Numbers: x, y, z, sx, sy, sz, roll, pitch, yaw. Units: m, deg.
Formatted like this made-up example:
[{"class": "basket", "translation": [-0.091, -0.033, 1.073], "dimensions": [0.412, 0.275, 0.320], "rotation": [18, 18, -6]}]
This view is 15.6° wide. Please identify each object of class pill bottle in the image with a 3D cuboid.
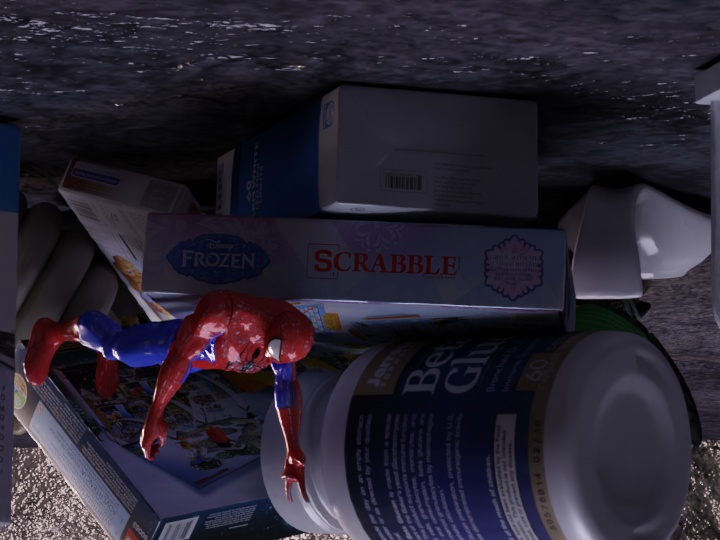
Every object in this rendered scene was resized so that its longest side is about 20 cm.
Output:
[{"class": "pill bottle", "translation": [0.051, 0.088, 1.280], "dimensions": [0.199, 0.112, 0.111], "rotation": [-4, 171, 39]}]

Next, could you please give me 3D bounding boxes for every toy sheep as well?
[{"class": "toy sheep", "translation": [-0.208, 0.014, 1.454], "dimensions": [0.200, 0.138, 0.138], "rotation": [37, 163, -10]}]

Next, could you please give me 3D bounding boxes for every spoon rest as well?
[{"class": "spoon rest", "translation": [0.155, -0.022, 1.502], "dimensions": [0.099, 0.061, 0.200], "rotation": [0, -174, 13]}]

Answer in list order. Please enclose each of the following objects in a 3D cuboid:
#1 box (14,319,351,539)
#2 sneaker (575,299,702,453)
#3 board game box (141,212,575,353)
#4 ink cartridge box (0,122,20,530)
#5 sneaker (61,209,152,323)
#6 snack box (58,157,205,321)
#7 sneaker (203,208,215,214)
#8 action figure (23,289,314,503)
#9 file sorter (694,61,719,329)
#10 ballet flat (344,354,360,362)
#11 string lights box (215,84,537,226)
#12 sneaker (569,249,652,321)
[{"class": "box", "translation": [-0.073, 0.083, 1.391], "dimensions": [0.199, 0.038, 0.137], "rotation": [-7, -137, -44]}, {"class": "sneaker", "translation": [0.106, 0.061, 1.482], "dimensions": [0.199, 0.085, 0.078], "rotation": [25, 152, 33]}, {"class": "board game box", "translation": [0.006, 0.011, 1.307], "dimensions": [0.198, 0.041, 0.200], "rotation": [2, 171, 6]}, {"class": "ink cartridge box", "translation": [-0.245, 0.029, 1.313], "dimensions": [0.144, 0.202, 0.083], "rotation": [-7, 169, 44]}, {"class": "sneaker", "translation": [-0.116, 0.013, 1.601], "dimensions": [0.076, 0.092, 0.199], "rotation": [-7, 170, 38]}, {"class": "snack box", "translation": [-0.100, 0.002, 1.464], "dimensions": [0.071, 0.024, 0.200], "rotation": [14, 157, 23]}, {"class": "sneaker", "translation": [0.000, 0.000, 1.549], "dimensions": [0.199, 0.084, 0.120], "rotation": [7, 180, -31]}, {"class": "action figure", "translation": [-0.085, 0.061, 1.234], "dimensions": [0.065, 0.100, 0.199], "rotation": [10, 166, -36]}, {"class": "file sorter", "translation": [0.239, -0.037, 1.087], "dimensions": [0.138, 0.126, 0.200], "rotation": [2, 172, -14]}, {"class": "ballet flat", "translation": [0.014, 0.072, 1.594], "dimensions": [0.071, 0.070, 0.199], "rotation": [24, 166, -39]}, {"class": "string lights box", "translation": [0.003, -0.041, 1.309], "dimensions": [0.102, 0.059, 0.200], "rotation": [4, 171, -20]}, {"class": "sneaker", "translation": [0.137, 0.036, 1.596], "dimensions": [0.114, 0.076, 0.200], "rotation": [-34, -152, -1]}]
